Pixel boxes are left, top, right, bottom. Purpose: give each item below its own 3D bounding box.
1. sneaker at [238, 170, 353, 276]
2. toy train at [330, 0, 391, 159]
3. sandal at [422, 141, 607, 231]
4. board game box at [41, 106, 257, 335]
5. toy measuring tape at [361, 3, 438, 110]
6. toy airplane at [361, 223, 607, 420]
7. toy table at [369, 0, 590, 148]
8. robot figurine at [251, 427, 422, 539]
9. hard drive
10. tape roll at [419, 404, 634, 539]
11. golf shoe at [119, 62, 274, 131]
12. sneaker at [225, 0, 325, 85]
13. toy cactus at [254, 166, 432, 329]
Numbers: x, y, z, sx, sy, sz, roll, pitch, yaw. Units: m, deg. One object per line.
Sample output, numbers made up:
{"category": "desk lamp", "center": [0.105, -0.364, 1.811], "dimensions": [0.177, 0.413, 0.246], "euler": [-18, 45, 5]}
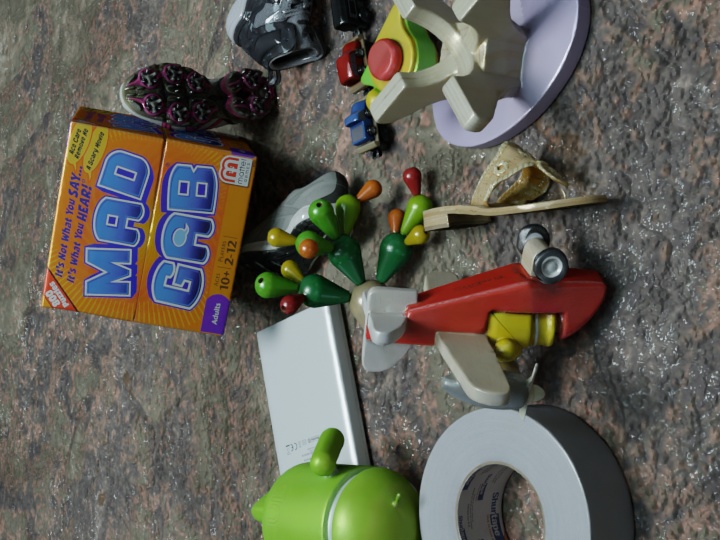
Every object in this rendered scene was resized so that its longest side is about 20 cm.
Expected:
{"category": "sneaker", "center": [-0.072, -0.045, 1.338], "dimensions": [0.200, 0.074, 0.080], "euler": [-28, 43, 46]}
{"category": "toy train", "center": [-0.003, -0.215, 1.277], "dimensions": [0.034, 0.046, 0.202], "euler": [-21, 73, 45]}
{"category": "sandal", "center": [0.129, -0.082, 1.104], "dimensions": [0.211, 0.077, 0.070], "euler": [-8, 88, 52]}
{"category": "board game box", "center": [-0.239, -0.062, 1.362], "dimensions": [0.200, 0.198, 0.202], "euler": [-131, 52, -74]}
{"category": "toy measuring tape", "center": [0.060, -0.237, 1.194], "dimensions": [0.074, 0.073, 0.201], "euler": [50, 123, 36]}
{"category": "toy airplane", "center": [0.096, 0.057, 1.056], "dimensions": [0.198, 0.200, 0.142], "euler": [3, 121, 40]}
{"category": "toy table", "center": [0.103, -0.201, 1.110], "dimensions": [0.184, 0.117, 0.201], "euler": [55, 126, 34]}
{"category": "robot figurine", "center": [-0.017, 0.250, 1.189], "dimensions": [0.199, 0.115, 0.177], "euler": [-6, 108, 48]}
{"category": "hard drive", "center": [-0.053, 0.148, 1.328], "dimensions": [0.132, 0.027, 0.202], "euler": [-25, 71, 44]}
{"category": "tape roll", "center": [0.144, 0.222, 1.081], "dimensions": [0.199, 0.066, 0.202], "euler": [-2, 88, 48]}
{"category": "golf shoe", "center": [-0.196, -0.189, 1.374], "dimensions": [0.092, 0.199, 0.073], "euler": [-14, 83, 44]}
{"category": "sneaker", "center": [-0.067, -0.300, 1.337], "dimensions": [0.200, 0.075, 0.114], "euler": [-51, 60, 33]}
{"category": "toy cactus", "center": [0.000, 0.000, 1.212], "dimensions": [0.166, 0.199, 0.102], "euler": [63, 167, -16]}
